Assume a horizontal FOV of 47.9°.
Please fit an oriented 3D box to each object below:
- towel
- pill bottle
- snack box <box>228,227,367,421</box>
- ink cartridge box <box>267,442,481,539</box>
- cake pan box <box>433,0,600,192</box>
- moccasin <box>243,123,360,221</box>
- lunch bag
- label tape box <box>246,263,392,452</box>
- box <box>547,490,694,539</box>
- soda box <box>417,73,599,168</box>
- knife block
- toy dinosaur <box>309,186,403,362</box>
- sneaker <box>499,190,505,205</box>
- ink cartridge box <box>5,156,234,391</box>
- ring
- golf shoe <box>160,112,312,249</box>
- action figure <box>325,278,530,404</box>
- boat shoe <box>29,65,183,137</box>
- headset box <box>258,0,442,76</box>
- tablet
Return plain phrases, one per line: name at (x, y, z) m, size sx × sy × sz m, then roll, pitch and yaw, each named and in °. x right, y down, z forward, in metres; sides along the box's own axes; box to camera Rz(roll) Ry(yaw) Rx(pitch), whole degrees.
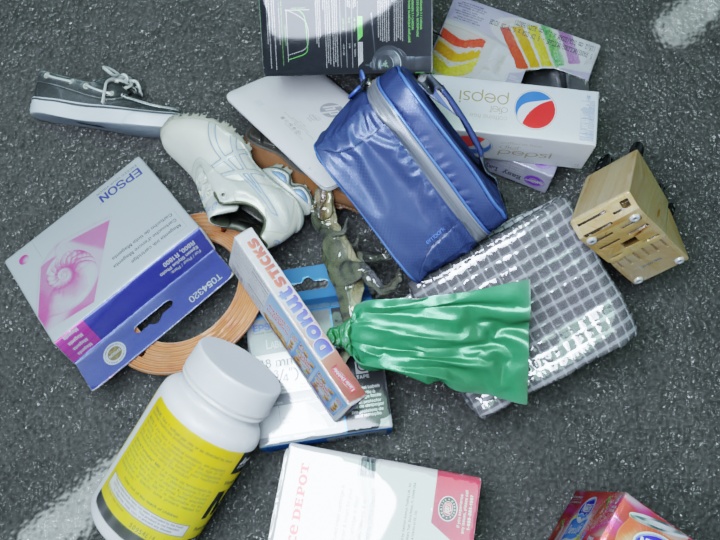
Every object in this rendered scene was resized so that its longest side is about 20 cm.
towel at (0.161, 0.040, 0.831) m, size 0.198 × 0.086 × 0.167 m, roll -30°, pitch 93°, yaw 7°
pill bottle at (-0.169, 0.174, 0.798) m, size 0.114 × 0.114 × 0.202 m, roll 35°, pitch 99°, yaw 11°
snack box at (-0.067, 0.055, 0.809) m, size 0.024 × 0.072 × 0.201 m, roll -31°, pitch 79°, yaw -24°
ink cartridge box at (0.011, 0.266, 0.812) m, size 0.196 × 0.084 × 0.147 m, roll 9°, pitch 74°, yaw 3°
cake pan box at (0.170, -0.211, 0.967) m, size 0.197 × 0.052 × 0.187 m, roll 23°, pitch 78°, yaw 8°
moccasin at (-0.047, -0.102, 0.931) m, size 0.198 × 0.078 × 0.074 m, roll 19°, pitch 49°, yaw 11°
lunch bag at (0.052, -0.108, 0.798) m, size 0.132 × 0.136 × 0.201 m, roll -36°, pitch 104°, yaw 12°
label tape box at (-0.050, 0.083, 0.878) m, size 0.141 × 0.063 × 0.204 m, roll -8°, pitch 74°, yaw -2°
box at (0.236, 0.271, 0.745) m, size 0.099 × 0.200 × 0.096 m, roll 34°, pitch 79°, yaw 11°
soda box at (0.156, -0.164, 0.893) m, size 0.196 × 0.068 × 0.065 m, roll 7°, pitch 75°, yaw 4°
knife block at (0.271, -0.086, 0.848) m, size 0.064 × 0.199 × 0.178 m, roll -30°, pitch 53°, yaw 29°
toy dinosaur at (0.000, 0.000, 0.857) m, size 0.087 × 0.048 × 0.203 m, roll -14°, pitch 64°, yaw 6°
sneaker at (0.134, -0.043, 0.899) m, size 0.076 × 0.084 × 0.201 m, roll -32°, pitch 77°, yaw -7°
ink cartridge box at (-0.269, -0.004, 0.893) m, size 0.196 × 0.043 × 0.200 m, roll -40°, pitch 57°, yaw -10°
ring at (-0.192, 0.024, 0.892) m, size 0.197 × 0.019 × 0.203 m, roll -8°, pitch 57°, yaw 12°
golf shoe at (-0.151, -0.098, 0.889) m, size 0.198 × 0.079 × 0.097 m, roll 32°, pitch 48°, yaw 8°
action figure at (0.063, 0.064, 0.783) m, size 0.196 × 0.055 × 0.121 m, roll 1°, pitch 94°, yaw 7°
boat shoe at (-0.295, -0.203, 0.964) m, size 0.196 × 0.074 × 0.069 m, roll 9°, pitch 88°, yaw 14°
headset box at (-0.006, -0.278, 0.920) m, size 0.196 × 0.175 × 0.094 m, roll -2°, pitch 110°, yaw 0°
tablet at (-0.050, -0.172, 0.931) m, size 0.129 × 0.014 × 0.200 m, roll -29°, pitch 57°, yaw -29°
